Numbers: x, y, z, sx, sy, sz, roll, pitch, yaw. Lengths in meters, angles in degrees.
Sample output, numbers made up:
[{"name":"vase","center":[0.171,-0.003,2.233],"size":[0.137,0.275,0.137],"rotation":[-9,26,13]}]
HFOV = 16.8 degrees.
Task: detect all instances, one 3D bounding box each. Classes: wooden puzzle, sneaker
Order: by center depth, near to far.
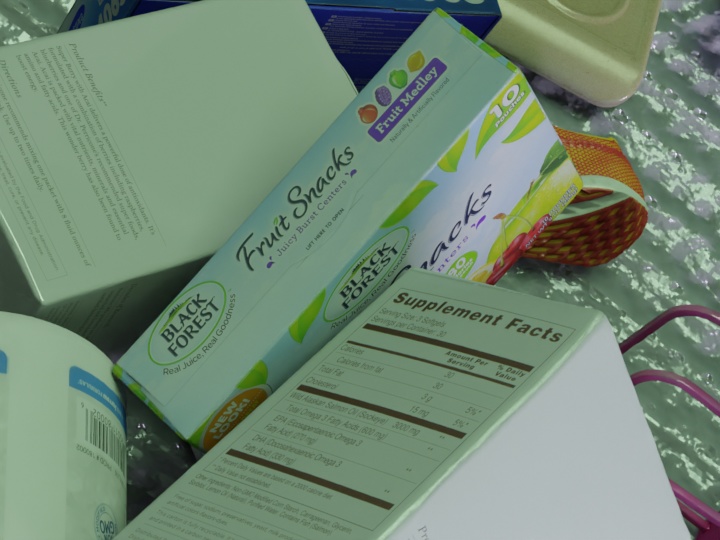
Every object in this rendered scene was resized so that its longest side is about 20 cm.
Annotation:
[{"name":"sneaker","center":[0.050,-0.051,1.236],"size":[0.199,0.073,0.077],"rotation":[14,34,-26]},{"name":"wooden puzzle","center":[0.087,-0.202,1.354],"size":[0.184,0.046,0.201],"rotation":[27,57,-12]}]

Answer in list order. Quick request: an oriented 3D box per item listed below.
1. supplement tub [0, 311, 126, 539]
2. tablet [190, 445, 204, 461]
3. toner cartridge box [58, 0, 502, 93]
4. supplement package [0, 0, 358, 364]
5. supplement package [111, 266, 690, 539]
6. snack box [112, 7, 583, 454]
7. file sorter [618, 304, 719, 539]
[{"name":"supplement tub","center":[-0.156,0.129,0.959],"size":[0.131,0.132,0.201],"rotation":[12,57,-22]},{"name":"tablet","center":[0.011,0.076,1.161],"size":[0.199,0.014,0.131],"rotation":[-15,70,-34]},{"name":"toner cartridge box","center":[-0.040,-0.120,1.199],"size":[0.199,0.095,0.043],"rotation":[0,61,-30]},{"name":"supplement package","center":[-0.103,-0.033,1.093],"size":[0.199,0.120,0.122],"rotation":[-17,71,-35]},{"name":"supplement package","center":[0.012,0.110,0.939],"size":[0.200,0.117,0.117],"rotation":[-41,123,-28]},{"name":"snack box","center":[0.000,0.000,1.039],"size":[0.053,0.142,0.200],"rotation":[41,88,25]},{"name":"file sorter","center":[0.130,0.136,1.102],"size":[0.125,0.139,0.201],"rotation":[36,51,-10]}]
